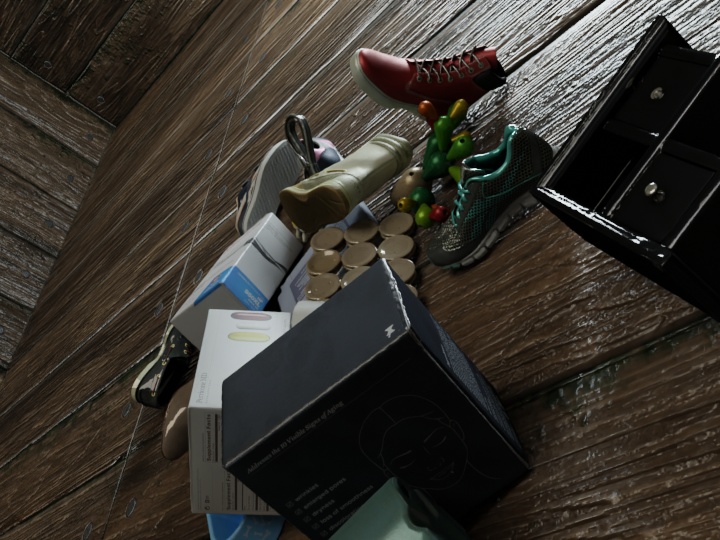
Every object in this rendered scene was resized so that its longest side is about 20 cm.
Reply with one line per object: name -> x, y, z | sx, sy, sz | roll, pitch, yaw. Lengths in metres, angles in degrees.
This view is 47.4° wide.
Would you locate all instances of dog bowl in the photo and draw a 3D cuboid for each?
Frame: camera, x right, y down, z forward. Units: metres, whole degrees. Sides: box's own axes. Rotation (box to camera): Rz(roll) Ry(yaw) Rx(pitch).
dog bowl -> -0.155, 0.288, 1.060 | 0.112, 0.049, 0.200 | -53, 28, 9

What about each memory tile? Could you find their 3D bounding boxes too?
memory tile -> 0.000, 0.000, 1.053 | 0.150, 0.017, 0.202 | -12, 39, 11

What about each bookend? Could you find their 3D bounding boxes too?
bookend -> 0.276, -0.095, 0.693 | 0.200, 0.091, 0.200 | -53, 28, 7

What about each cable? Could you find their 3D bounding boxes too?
cable -> -0.084, -0.148, 1.301 | 0.096, 0.050, 0.204 | 1, 105, 48

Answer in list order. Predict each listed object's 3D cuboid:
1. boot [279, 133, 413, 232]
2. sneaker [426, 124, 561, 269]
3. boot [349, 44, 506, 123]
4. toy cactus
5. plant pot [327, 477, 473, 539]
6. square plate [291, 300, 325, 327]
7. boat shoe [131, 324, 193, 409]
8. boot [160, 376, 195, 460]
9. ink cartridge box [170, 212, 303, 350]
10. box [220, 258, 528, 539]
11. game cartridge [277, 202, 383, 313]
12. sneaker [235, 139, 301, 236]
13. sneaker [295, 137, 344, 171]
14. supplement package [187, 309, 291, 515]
boot -> -0.023, -0.129, 1.183 | 0.154, 0.073, 0.199 | -40, 17, -24
sneaker -> 0.135, -0.087, 0.921 | 0.200, 0.091, 0.078 | -44, 29, 24
boot -> 0.094, -0.265, 1.064 | 0.143, 0.198, 0.074 | -28, 60, 42
toy cactus -> 0.084, -0.128, 1.067 | 0.165, 0.101, 0.203 | -35, 42, 54
plant pot -> 0.016, 0.287, 0.641 | 0.197, 0.200, 0.200 | -48, 27, 0
square plate -> -0.027, 0.136, 0.918 | 0.196, 0.028, 0.204 | -1, 86, 50
boat shoe -> -0.333, 0.159, 1.484 | 0.062, 0.074, 0.203 | 14, 58, 24
boot -> -0.226, 0.197, 1.255 | 0.145, 0.070, 0.203 | -10, 53, 52
ink cartridge box -> -0.193, 0.019, 1.312 | 0.144, 0.084, 0.201 | -34, 18, 37
box -> 0.010, 0.138, 0.740 | 0.199, 0.197, 0.125 | -36, 30, 11
game cartridge -> -0.045, -0.004, 1.198 | 0.201, 0.041, 0.133 | -52, 24, 12
sneaker -> -0.179, -0.153, 1.530 | 0.079, 0.078, 0.203 | 11, 72, 55
sneaker -> -0.085, -0.207, 1.424 | 0.071, 0.081, 0.200 | -54, 27, 4
supplement package -> -0.143, 0.167, 1.001 | 0.201, 0.109, 0.158 | -97, 10, -60
